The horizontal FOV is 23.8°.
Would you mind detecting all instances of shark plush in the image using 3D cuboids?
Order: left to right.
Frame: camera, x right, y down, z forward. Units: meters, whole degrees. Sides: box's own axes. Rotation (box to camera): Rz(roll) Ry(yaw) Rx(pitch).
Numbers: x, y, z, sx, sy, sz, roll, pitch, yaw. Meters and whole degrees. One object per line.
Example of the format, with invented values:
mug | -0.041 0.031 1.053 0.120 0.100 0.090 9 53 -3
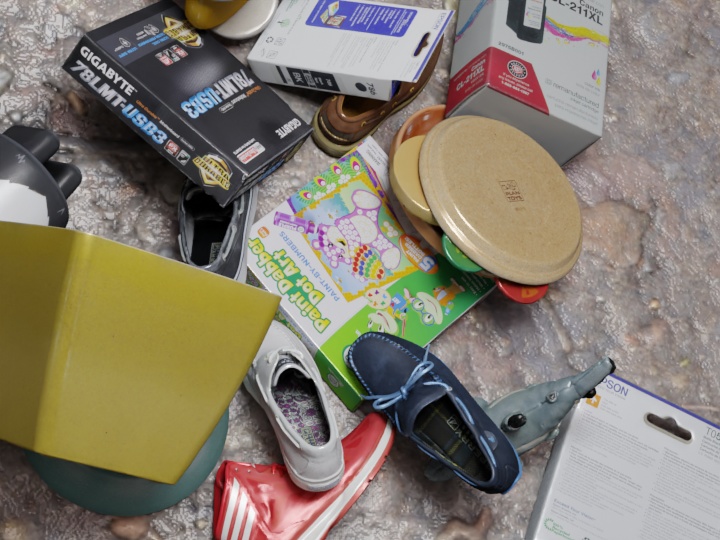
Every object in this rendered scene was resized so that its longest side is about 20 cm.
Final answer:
shark plush | 0.155 0.147 1.594 0.083 0.199 0.091 -4 75 -65

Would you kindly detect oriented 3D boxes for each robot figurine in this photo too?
robot figurine | -0.341 -0.044 1.529 0.150 0.125 0.200 41 63 1

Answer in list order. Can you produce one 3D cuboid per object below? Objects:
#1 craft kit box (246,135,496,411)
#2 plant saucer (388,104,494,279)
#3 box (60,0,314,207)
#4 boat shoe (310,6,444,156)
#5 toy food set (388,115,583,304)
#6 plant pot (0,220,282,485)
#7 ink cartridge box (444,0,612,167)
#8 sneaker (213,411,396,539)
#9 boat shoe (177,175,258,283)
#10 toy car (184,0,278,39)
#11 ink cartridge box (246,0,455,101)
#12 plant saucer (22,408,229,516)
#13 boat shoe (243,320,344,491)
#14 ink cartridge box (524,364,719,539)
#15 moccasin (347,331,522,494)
craft kit box | 0.000 0.000 1.670 0.197 0.049 0.200 -40 85 -24
plant saucer | 0.113 -0.076 1.713 0.199 0.032 0.201 19 50 -24
box | -0.157 -0.163 1.619 0.198 0.050 0.200 40 25 2
boat shoe | 0.028 -0.200 1.741 0.072 0.068 0.200 39 63 0
toy food set | 0.133 -0.063 1.661 0.200 0.049 0.198 -26 77 -46
plant pot | -0.216 0.073 1.433 0.199 0.200 0.177 18 84 -36
ink cartridge box | 0.176 -0.229 1.770 0.145 0.083 0.201 21 59 -22
sneaker | -0.059 0.183 1.560 0.115 0.078 0.200 39 62 -2
boat shoe | -0.140 -0.062 1.605 0.071 0.068 0.201 -5 51 9
toy car | -0.114 -0.334 1.667 0.200 0.175 0.150 -40 80 -6
ink cartridge box | -0.006 -0.222 1.694 0.199 0.039 0.100 12 58 31
plant saucer | -0.213 0.121 1.556 0.199 0.036 0.201 6 68 -16
boat shoe | -0.065 0.107 1.555 0.072 0.069 0.201 -8 46 -11
ink cartridge box | 0.275 0.222 1.672 0.199 0.041 0.201 27 64 -6
moccasin | 0.066 0.122 1.552 0.200 0.068 0.081 37 99 19
